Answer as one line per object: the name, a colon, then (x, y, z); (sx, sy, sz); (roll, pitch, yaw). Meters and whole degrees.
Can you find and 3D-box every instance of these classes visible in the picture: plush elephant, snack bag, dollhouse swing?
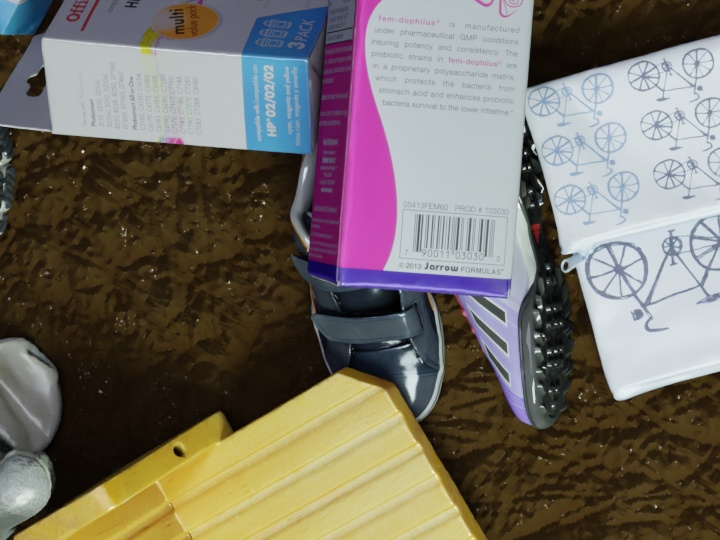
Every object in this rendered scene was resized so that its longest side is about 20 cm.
plush elephant: (-0.265, 0.096, 1.795); (0.165, 0.200, 0.155); (-5, 71, -1)
snack bag: (0.206, -0.035, 1.741); (0.188, 0.021, 0.200); (-14, 92, 6)
dollhouse swing: (-0.053, 0.182, 1.743); (0.176, 0.182, 0.200); (-30, 91, 39)

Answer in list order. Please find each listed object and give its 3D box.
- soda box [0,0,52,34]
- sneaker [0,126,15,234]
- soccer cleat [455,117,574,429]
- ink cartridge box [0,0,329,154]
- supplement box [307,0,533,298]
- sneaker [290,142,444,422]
soda box: (-0.185, -0.242, 1.784); (0.064, 0.068, 0.200); (30, 100, 7)
sneaker: (-0.273, -0.097, 1.824); (0.080, 0.077, 0.200); (-22, 86, 31)
soccer cleat: (0.077, -0.003, 1.760); (0.073, 0.068, 0.200); (-10, 91, 23)
ink cartridge box: (-0.115, -0.132, 1.749); (0.200, 0.115, 0.068); (5, 125, 10)
supplement box: (0.034, -0.090, 1.669); (0.101, 0.103, 0.200); (5, 93, -11)
sneaker: (0.000, 0.000, 1.765); (0.078, 0.079, 0.200); (-10, 95, 11)
